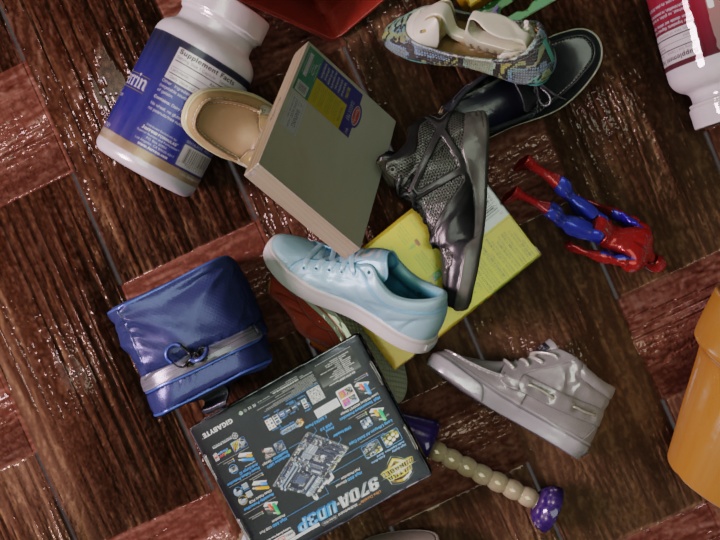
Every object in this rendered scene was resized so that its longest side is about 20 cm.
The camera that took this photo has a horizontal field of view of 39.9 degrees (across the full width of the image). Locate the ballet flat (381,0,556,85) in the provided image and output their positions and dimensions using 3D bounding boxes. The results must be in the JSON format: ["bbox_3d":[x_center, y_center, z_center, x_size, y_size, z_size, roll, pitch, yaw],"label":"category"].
[{"bbox_3d":[0.107,-0.245,1.019,0.198,0.074,0.075,16,91,24],"label":"ballet flat"}]

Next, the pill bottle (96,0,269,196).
[{"bbox_3d":[-0.181,-0.190,1.035,0.115,0.116,0.202,28,91,1],"label":"pill bottle"}]

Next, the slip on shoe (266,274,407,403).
[{"bbox_3d":[-0.023,0.066,1.066,0.200,0.074,0.061,47,126,-6],"label":"slip on shoe"}]

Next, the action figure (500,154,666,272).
[{"bbox_3d":[0.243,-0.049,1.051,0.198,0.052,0.066,28,67,-11],"label":"action figure"}]

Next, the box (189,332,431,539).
[{"bbox_3d":[-0.050,0.180,1.004,0.198,0.046,0.160,-29,89,1],"label":"box"}]

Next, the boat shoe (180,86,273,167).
[{"bbox_3d":[-0.086,-0.128,1.009,0.198,0.066,0.075,17,101,-35],"label":"boat shoe"}]

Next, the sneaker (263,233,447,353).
[{"bbox_3d":[0.000,0.000,0.989,0.198,0.074,0.083,26,124,4],"label":"sneaker"}]

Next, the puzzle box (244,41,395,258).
[{"bbox_3d":[-0.034,-0.124,0.990,0.133,0.201,0.025,39,133,-23],"label":"puzzle box"}]

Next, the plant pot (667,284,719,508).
[{"bbox_3d":[0.408,0.143,0.999,0.198,0.200,0.185,24,106,1],"label":"plant pot"}]

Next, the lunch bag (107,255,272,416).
[{"bbox_3d":[-0.161,0.071,0.996,0.135,0.200,0.134,-25,93,-4],"label":"lunch bag"}]

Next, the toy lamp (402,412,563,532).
[{"bbox_3d":[0.119,0.211,1.065,0.198,0.058,0.059,27,91,-2],"label":"toy lamp"}]

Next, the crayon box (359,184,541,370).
[{"bbox_3d":[0.076,-0.005,1.063,0.199,0.051,0.128,-38,90,1],"label":"crayon box"}]

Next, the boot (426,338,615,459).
[{"bbox_3d":[0.173,0.112,1.060,0.198,0.074,0.096,30,85,-8],"label":"boot"}]

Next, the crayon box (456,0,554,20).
[{"bbox_3d":[0.136,-0.365,1.057,0.125,0.052,0.202,-29,91,2],"label":"crayon box"}]

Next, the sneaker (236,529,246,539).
[{"bbox_3d":[-0.049,0.253,1.060,0.112,0.071,0.202,31,89,4],"label":"sneaker"}]

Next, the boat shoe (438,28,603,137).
[{"bbox_3d":[0.172,-0.194,1.054,0.198,0.062,0.075,-28,88,0],"label":"boat shoe"}]

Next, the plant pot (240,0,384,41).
[{"bbox_3d":[-0.040,-0.377,0.978,0.199,0.199,0.178,-35,74,23],"label":"plant pot"}]

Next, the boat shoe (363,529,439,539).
[{"bbox_3d":[-0.002,0.334,1.068,0.198,0.067,0.058,-20,106,6],"label":"boat shoe"}]

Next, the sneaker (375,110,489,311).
[{"bbox_3d":[0.072,-0.061,1.003,0.112,0.076,0.203,1,89,5],"label":"sneaker"}]

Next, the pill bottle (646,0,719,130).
[{"bbox_3d":[0.362,-0.255,1.023,0.111,0.113,0.203,-16,91,1],"label":"pill bottle"}]
